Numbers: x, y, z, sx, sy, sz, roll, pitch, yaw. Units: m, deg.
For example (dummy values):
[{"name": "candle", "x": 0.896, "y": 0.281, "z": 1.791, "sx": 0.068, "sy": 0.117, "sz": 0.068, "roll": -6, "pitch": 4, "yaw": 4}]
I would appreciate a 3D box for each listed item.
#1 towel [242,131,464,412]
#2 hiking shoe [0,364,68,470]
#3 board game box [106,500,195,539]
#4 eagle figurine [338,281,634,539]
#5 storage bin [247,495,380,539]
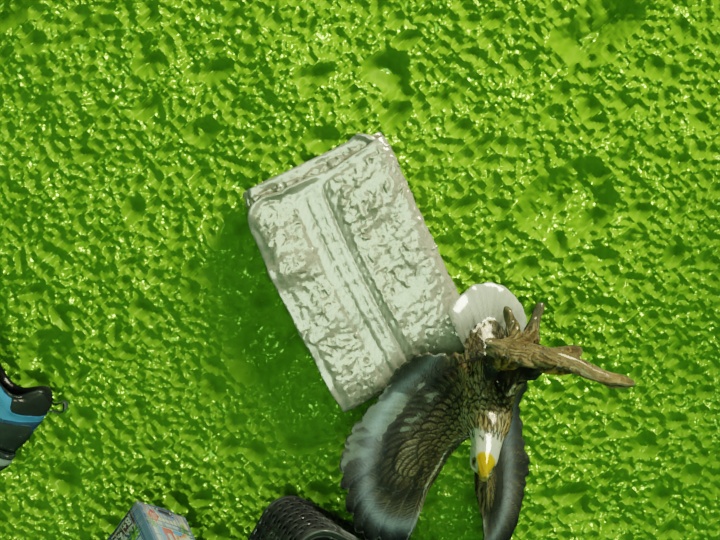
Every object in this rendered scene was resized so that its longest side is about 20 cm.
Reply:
[{"name": "towel", "x": 0.000, "y": 0.000, "z": 1.152, "sx": 0.132, "sy": 0.034, "sz": 0.200, "roll": -26, "pitch": 98, "yaw": 4}, {"name": "hiking shoe", "x": -0.335, "y": 0.068, "z": 1.149, "sx": 0.087, "sy": 0.074, "sz": 0.200, "roll": -45, "pitch": 106, "yaw": -1}, {"name": "board game box", "x": -0.157, "y": 0.313, "z": 1.067, "sx": 0.200, "sy": 0.200, "sz": 0.062, "roll": -54, "pitch": 139, "yaw": 3}, {"name": "eagle figurine", "x": 0.088, "y": 0.125, "z": 1.120, "sx": 0.152, "sy": 0.151, "sz": 0.200, "roll": 41, "pitch": 126, "yaw": 15}, {"name": "storage bin", "x": -0.047, "y": 0.298, "z": 1.140, "sx": 0.135, "sy": 0.094, "sz": 0.200, "roll": 30, "pitch": 87, "yaw": -21}]
